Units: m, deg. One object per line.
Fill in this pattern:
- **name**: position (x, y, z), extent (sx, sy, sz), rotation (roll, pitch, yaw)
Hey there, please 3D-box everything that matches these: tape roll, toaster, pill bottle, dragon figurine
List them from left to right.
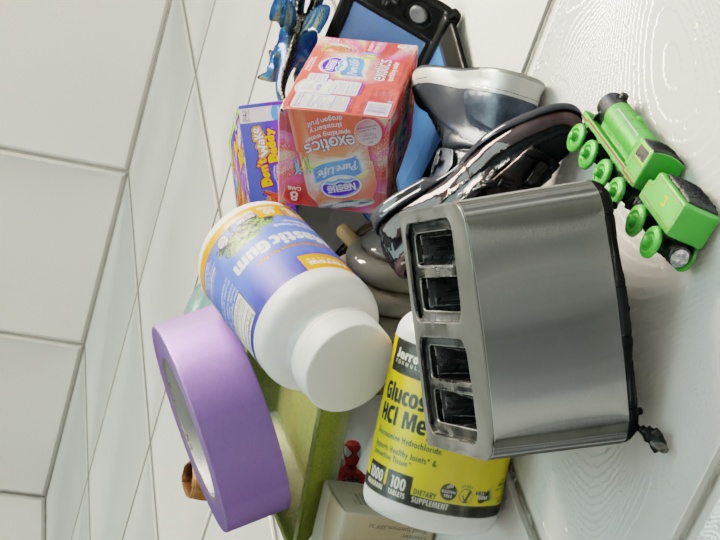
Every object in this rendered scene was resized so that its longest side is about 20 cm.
- **tape roll**: position (-0.130, 0.136, 1.403), extent (0.200, 0.065, 0.202), rotation (161, 90, -78)
- **dragon figurine**: position (-0.064, -0.238, 1.518), extent (0.201, 0.058, 0.100), rotation (-77, 0, -57)
- **pill bottle**: position (-0.053, 0.032, 1.290), extent (0.200, 0.111, 0.113), rotation (45, 125, 49)
- **pill bottle**: position (0.074, 0.099, 1.212), extent (0.112, 0.111, 0.202), rotation (-151, 71, -72)
- **toaster**: position (0.110, 0.036, 1.058), extent (0.200, 0.118, 0.183), rotation (178, 84, -74)

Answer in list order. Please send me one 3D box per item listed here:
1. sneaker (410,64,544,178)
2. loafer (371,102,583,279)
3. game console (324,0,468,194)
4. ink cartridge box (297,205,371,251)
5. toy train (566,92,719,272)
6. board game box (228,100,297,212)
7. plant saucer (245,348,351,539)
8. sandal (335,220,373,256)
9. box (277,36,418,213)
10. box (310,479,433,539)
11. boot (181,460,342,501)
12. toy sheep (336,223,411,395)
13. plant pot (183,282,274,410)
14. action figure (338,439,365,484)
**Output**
- **sneaker**: position (0.084, -0.104, 1.349), extent (0.202, 0.076, 0.148), rotation (-159, 81, -70)
- **loafer**: position (0.100, -0.059, 1.215), extent (0.199, 0.072, 0.063), rotation (-30, 59, 25)
- **game console**: position (0.022, -0.176, 1.537), extent (0.117, 0.175, 0.201), rotation (-57, -4, -46)
- **ink cartridge box**: position (-0.036, -0.089, 1.646), extent (0.068, 0.116, 0.200), rotation (-32, 32, 8)
- **toy train**: position (0.193, -0.067, 1.051), extent (0.057, 0.041, 0.200), rotation (-61, 23, 23)
- **board game box**: position (-0.099, -0.085, 1.535), extent (0.200, 0.044, 0.136), rotation (146, 116, -81)
- **plant saucer**: position (-0.060, 0.130, 1.448), extent (0.200, 0.047, 0.201), rotation (-119, 32, -48)
- **sandal**: position (0.000, 0.000, 1.501), extent (0.200, 0.055, 0.082), rotation (-38, 13, 9)
- **box**: position (-0.009, -0.138, 1.402), extent (0.200, 0.102, 0.095), rotation (-72, -12, -62)
- **box**: position (-0.005, 0.302, 1.390), extent (0.078, 0.094, 0.202), rotation (-136, 56, -69)
- **boot**: position (-0.107, 0.234, 1.646), extent (0.200, 0.153, 0.074), rotation (146, 132, -67)
- **toy sheep**: position (0.025, 0.024, 1.385), extent (0.138, 0.137, 0.202), rotation (-115, 28, -61)
- **plant pot**: position (-0.074, 0.079, 1.615), extent (0.134, 0.199, 0.202), rotation (-16, 62, 42)
- **action figure**: position (-0.007, 0.257, 1.470), extent (0.099, 0.065, 0.202), rotation (123, 151, -65)
